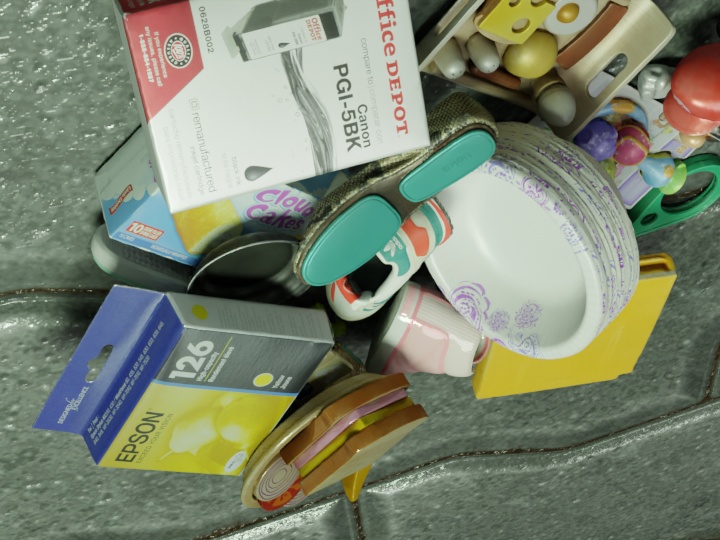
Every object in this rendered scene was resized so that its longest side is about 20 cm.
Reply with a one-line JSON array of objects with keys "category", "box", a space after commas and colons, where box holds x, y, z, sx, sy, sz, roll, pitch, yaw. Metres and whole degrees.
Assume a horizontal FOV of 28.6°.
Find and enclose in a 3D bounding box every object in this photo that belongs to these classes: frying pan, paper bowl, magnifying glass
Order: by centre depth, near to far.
[{"category": "frying pan", "box": [-0.099, 0.024, 1.188, 0.113, 0.031, 0.191, -7, 150, -22]}, {"category": "paper bowl", "box": [0.150, -0.033, 1.212, 0.104, 0.200, 0.202, -38, 158, -34]}, {"category": "magnifying glass", "box": [0.283, -0.052, 1.431, 0.199, 0.023, 0.079, -36, 144, 16]}]

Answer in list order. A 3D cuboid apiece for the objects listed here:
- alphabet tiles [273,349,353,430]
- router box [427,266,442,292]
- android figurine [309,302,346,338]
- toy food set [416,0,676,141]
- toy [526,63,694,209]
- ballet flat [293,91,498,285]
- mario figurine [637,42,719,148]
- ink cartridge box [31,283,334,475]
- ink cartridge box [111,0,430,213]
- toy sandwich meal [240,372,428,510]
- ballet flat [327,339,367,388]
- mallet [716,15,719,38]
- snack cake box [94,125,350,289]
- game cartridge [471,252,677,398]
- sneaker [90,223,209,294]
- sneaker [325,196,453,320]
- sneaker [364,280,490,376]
[{"category": "alphabet tiles", "box": [-0.111, 0.118, 1.279, 0.199, 0.006, 0.166, -32, 141, 14]}, {"category": "router box", "box": [0.149, 0.008, 1.390, 0.147, 0.052, 0.201, -15, 146, 5]}, {"category": "android figurine", "box": [-0.107, 0.094, 1.391, 0.198, 0.041, 0.182, -31, 145, 14]}, {"category": "toy food set", "box": [0.144, -0.177, 1.138, 0.198, 0.061, 0.144, 12, 134, -41]}, {"category": "toy", "box": [0.236, -0.107, 1.299, 0.198, 0.048, 0.115, 15, 130, -43]}, {"category": "ballet flat", "box": [0.021, -0.069, 1.129, 0.199, 0.076, 0.068, -39, 136, 9]}, {"category": "mario figurine", "box": [0.316, -0.130, 1.249, 0.122, 0.108, 0.199, -6, 168, 31]}, {"category": "ink cartridge box", "box": [-0.150, 0.099, 1.197, 0.198, 0.047, 0.198, 6, 136, -34]}, {"category": "ink cartridge box", "box": [-0.061, -0.142, 0.997, 0.197, 0.083, 0.149, -16, 114, -10]}, {"category": "toy sandwich meal", "box": [-0.021, 0.170, 1.309, 0.204, 0.070, 0.206, -35, 160, -15]}, {"category": "ballet flat", "box": [-0.092, 0.119, 1.357, 0.198, 0.071, 0.066, -25, 120, 4]}, {"category": "mallet", "box": [0.400, -0.245, 1.216, 0.197, 0.042, 0.066, -18, 150, -13]}, {"category": "snack cake box", "box": [-0.103, -0.060, 1.156, 0.115, 0.068, 0.199, -39, 143, 26]}, {"category": "game cartridge", "box": [0.207, 0.058, 1.406, 0.173, 0.033, 0.201, -7, 149, -10]}, {"category": "sneaker", "box": [-0.178, 0.031, 1.227, 0.118, 0.074, 0.199, -44, 144, 19]}, {"category": "sneaker", "box": [0.000, 0.000, 1.242, 0.093, 0.071, 0.200, -37, 176, -35]}, {"category": "sneaker", "box": [0.065, 0.074, 1.365, 0.103, 0.076, 0.200, 19, 159, -5]}]
